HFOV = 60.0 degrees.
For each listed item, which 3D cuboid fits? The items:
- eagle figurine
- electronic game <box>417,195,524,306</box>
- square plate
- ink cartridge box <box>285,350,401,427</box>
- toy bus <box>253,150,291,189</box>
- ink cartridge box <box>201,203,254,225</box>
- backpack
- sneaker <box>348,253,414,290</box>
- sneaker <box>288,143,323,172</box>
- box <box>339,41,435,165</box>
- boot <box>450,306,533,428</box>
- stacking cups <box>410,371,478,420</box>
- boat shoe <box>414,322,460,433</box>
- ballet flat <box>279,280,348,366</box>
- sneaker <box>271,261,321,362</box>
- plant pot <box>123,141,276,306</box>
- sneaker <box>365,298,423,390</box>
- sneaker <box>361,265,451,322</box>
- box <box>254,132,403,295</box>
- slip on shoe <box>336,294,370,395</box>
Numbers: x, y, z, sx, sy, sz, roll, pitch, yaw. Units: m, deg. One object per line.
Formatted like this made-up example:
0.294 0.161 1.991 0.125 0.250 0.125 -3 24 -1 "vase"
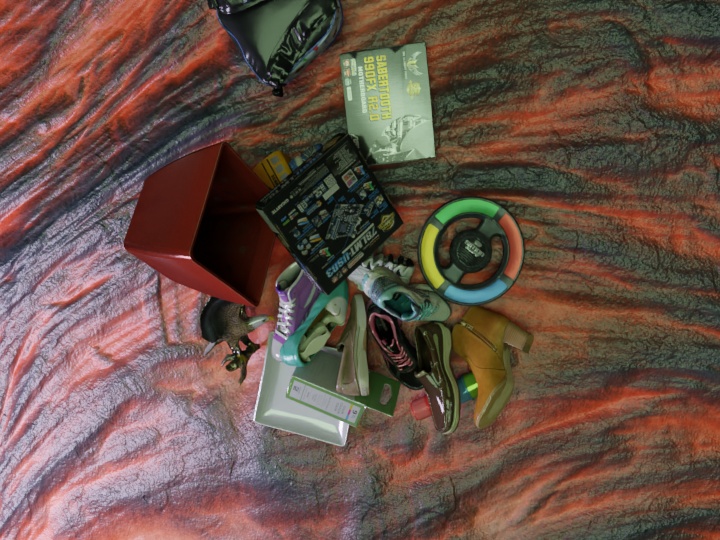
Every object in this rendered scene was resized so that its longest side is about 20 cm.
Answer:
-0.239 0.086 1.196 0.150 0.151 0.203 -25 117 -25 "eagle figurine"
0.203 -0.035 1.148 0.197 0.042 0.203 0 93 2 "electronic game"
-0.105 0.237 1.259 0.197 0.028 0.201 13 101 5 "square plate"
-0.031 0.225 1.173 0.198 0.104 0.060 21 119 3 "ink cartridge box"
-0.124 -0.114 1.149 0.078 0.065 0.201 -34 75 10 "toy bus"
-0.286 -0.090 1.195 0.144 0.088 0.201 31 104 1 "ink cartridge box"
-0.125 -0.435 1.077 0.189 0.154 0.201 -33 101 20 "backpack"
0.000 0.000 1.182 0.197 0.075 0.082 15 111 5 "sneaker"
-0.036 -0.147 1.133 0.085 0.077 0.200 -42 118 8 "sneaker"
0.051 -0.296 1.129 0.156 0.048 0.203 -4 100 9 "box"
0.217 0.171 1.148 0.143 0.071 0.203 23 81 39 "boot"
0.190 0.235 1.199 0.198 0.061 0.061 -30 95 12 "stacking cups"
0.132 0.198 1.157 0.074 0.075 0.205 5 67 -27 "boat shoe"
-0.067 0.101 1.160 0.201 0.070 0.068 -52 132 -22 "ballet flat"
-0.138 0.073 1.174 0.072 0.114 0.203 23 90 33 "sneaker"
-0.268 -0.069 1.037 0.174 0.200 0.203 0 66 24 "plant pot"
0.066 0.148 1.185 0.078 0.095 0.202 -29 97 10 "sneaker"
0.092 0.067 1.138 0.198 0.087 0.078 20 114 -31 "sneaker"
-0.048 -0.096 1.078 0.200 0.050 0.199 -43 119 -13 "box"
-0.016 0.135 1.159 0.060 0.076 0.203 -4 61 2 "slip on shoe"
